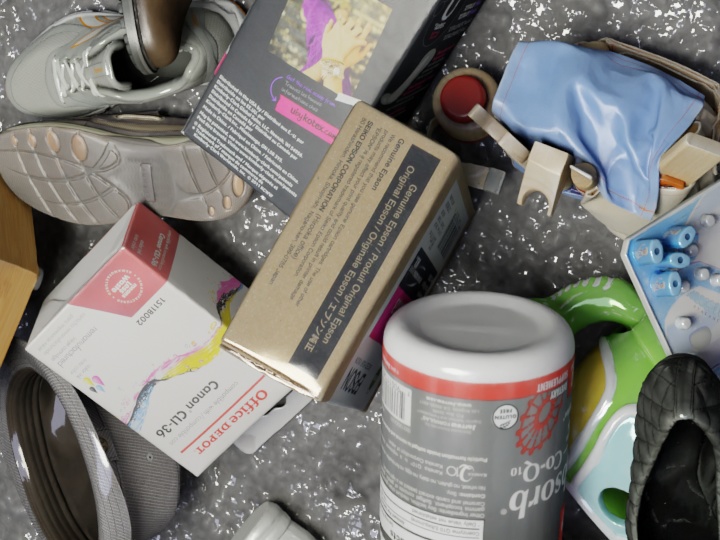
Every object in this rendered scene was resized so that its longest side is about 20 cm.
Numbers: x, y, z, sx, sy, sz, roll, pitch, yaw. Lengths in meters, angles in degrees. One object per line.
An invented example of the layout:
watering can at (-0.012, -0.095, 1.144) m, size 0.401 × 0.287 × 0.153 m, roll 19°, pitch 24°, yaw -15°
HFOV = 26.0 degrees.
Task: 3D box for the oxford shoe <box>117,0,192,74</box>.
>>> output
oxford shoe at (-0.109, -0.222, 1.013) m, size 0.083 × 0.073 × 0.203 m, roll 7°, pitch 76°, yaw 13°

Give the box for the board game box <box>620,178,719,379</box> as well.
board game box at (0.274, 0.027, 0.926) m, size 0.202 × 0.199 × 0.026 m, roll 63°, pitch 159°, yaw -8°

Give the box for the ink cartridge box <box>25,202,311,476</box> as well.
ink cartridge box at (-0.121, 0.063, 1.111) m, size 0.199 × 0.068 × 0.116 m, roll 39°, pitch 115°, yaw -19°

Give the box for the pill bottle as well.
pill bottle at (0.069, 0.124, 0.950) m, size 0.114 × 0.116 × 0.202 m, roll 8°, pitch 112°, yaw 19°

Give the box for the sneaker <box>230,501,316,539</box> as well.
sneaker at (-0.097, 0.274, 1.209) m, size 0.088 × 0.075 × 0.200 m, roll 38°, pitch 115°, yaw -7°

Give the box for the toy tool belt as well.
toy tool belt at (0.130, -0.092, 0.963) m, size 0.198 × 0.123 × 0.126 m, roll 19°, pitch 87°, yaw 15°

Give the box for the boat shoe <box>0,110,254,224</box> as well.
boat shoe at (-0.163, -0.076, 1.120) m, size 0.197 × 0.073 × 0.075 m, roll 8°, pitch 115°, yaw 13°

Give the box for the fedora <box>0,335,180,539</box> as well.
fedora at (-0.200, 0.132, 1.173) m, size 0.201 × 0.090 × 0.177 m, roll 60°, pitch 144°, yaw 17°

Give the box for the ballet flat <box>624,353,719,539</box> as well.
ballet flat at (0.181, 0.139, 0.900) m, size 0.066 × 0.057 × 0.202 m, roll 3°, pitch 123°, yaw 19°

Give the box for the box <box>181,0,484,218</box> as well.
box at (-0.008, -0.148, 1.007) m, size 0.106 × 0.122 × 0.201 m, roll 38°, pitch 115°, yaw 8°

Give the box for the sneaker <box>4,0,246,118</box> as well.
sneaker at (-0.178, -0.147, 1.092) m, size 0.198 × 0.092 × 0.077 m, roll -11°, pitch 103°, yaw 25°

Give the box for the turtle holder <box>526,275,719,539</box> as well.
turtle holder at (0.181, 0.095, 0.983) m, size 0.131 × 0.141 × 0.185 m, roll -41°, pitch 119°, yaw 11°

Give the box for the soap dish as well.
soap dish at (-0.294, 0.000, 1.138) m, size 0.080 × 0.201 × 0.158 m, roll 16°, pitch 117°, yaw -24°

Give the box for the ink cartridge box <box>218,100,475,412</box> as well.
ink cartridge box at (0.000, 0.000, 0.981) m, size 0.075 × 0.200 × 0.166 m, roll 28°, pitch 88°, yaw 9°
